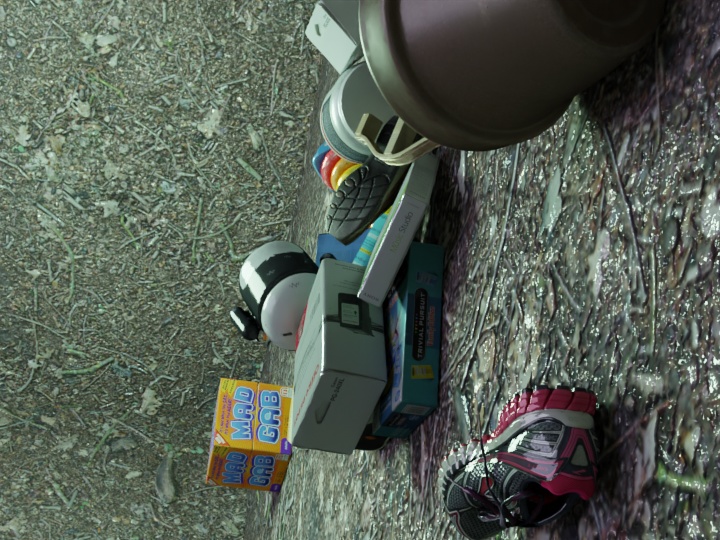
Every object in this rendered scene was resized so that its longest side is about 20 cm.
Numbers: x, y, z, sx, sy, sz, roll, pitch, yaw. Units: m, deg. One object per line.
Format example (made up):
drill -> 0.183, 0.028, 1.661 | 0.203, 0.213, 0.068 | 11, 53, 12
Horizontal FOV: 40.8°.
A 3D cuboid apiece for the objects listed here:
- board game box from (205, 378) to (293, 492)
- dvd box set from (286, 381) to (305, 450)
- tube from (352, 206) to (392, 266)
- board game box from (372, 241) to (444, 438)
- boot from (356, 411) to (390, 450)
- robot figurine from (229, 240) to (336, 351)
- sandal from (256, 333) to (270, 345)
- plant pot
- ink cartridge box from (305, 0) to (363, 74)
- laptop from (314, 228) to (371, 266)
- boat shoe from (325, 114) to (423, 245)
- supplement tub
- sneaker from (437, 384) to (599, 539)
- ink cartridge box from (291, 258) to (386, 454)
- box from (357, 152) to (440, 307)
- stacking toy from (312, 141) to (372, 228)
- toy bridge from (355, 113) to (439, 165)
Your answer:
board game box -> -0.287, 0.431, 2.526 | 0.201, 0.197, 0.202 | 109, 166, -47
dvd box set -> -0.137, 0.328, 2.218 | 0.200, 0.029, 0.149 | 156, 122, -78
tube -> 0.031, -0.039, 1.358 | 0.077, 0.050, 0.202 | 27, 90, 56
board game box -> 0.058, 0.089, 1.195 | 0.151, 0.046, 0.203 | 118, 159, -63
boot -> 0.012, 0.166, 1.347 | 0.200, 0.071, 0.146 | 132, 147, -60
robot figurine -> -0.108, 0.036, 1.432 | 0.151, 0.124, 0.200 | -61, 34, 13
sandal -> -0.368, 0.233, 3.645 | 0.207, 0.058, 0.080 | 135, 143, -75
plant pot -> 0.122, -0.198, 0.708 | 0.174, 0.198, 0.203 | -3, 77, 63
ink cartridge box -> 0.027, -0.386, 1.381 | 0.200, 0.084, 0.145 | -41, 3, -11
laptop -> 0.000, 0.000, 1.421 | 0.200, 0.114, 0.190 | 119, 158, -65
boat shoe -> 0.034, -0.118, 1.323 | 0.076, 0.074, 0.201 | 40, 94, 35
supplement tub -> 0.016, -0.240, 1.467 | 0.200, 0.138, 0.142 | -171, 90, -81
sneaker -> 0.110, 0.158, 0.708 | 0.201, 0.079, 0.075 | 112, 162, -54
ink cartridge box -> -0.029, 0.109, 1.230 | 0.201, 0.082, 0.146 | -93, 20, -49
box -> 0.050, -0.058, 1.207 | 0.200, 0.036, 0.146 | -66, 1, -66
stacking toy -> 0.006, -0.129, 1.591 | 0.110, 0.115, 0.201 | 53, -170, -49
toy bridge -> 0.054, -0.168, 1.228 | 0.199, 0.027, 0.068 | 12, 75, 56
